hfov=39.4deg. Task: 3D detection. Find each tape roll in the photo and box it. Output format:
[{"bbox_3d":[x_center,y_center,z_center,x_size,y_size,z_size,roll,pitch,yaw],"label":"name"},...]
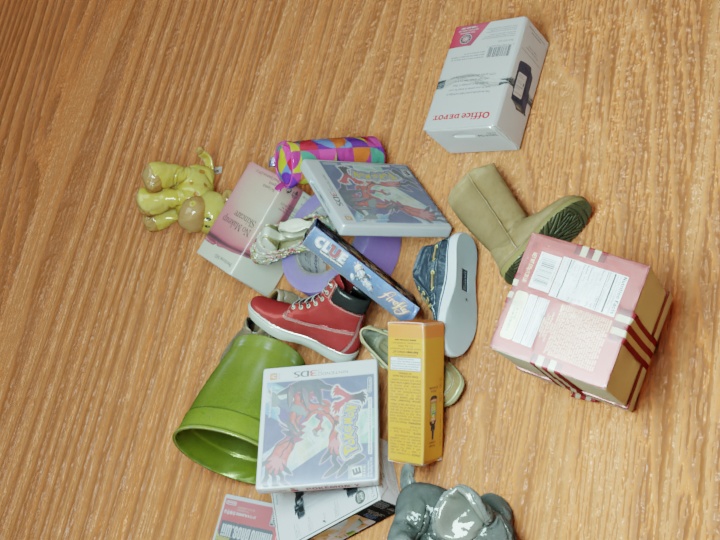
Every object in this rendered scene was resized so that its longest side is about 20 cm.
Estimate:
[{"bbox_3d":[-0.034,-0.040,1.703,0.199,0.085,0.202,-21,55,33],"label":"tape roll"}]

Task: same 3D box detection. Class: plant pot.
[{"bbox_3d":[-0.176,0.216,1.627,0.199,0.200,0.194,-9,50,38],"label":"plant pot"}]

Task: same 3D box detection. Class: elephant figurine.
[{"bbox_3d":[0.145,0.343,1.317,0.198,0.157,0.142,-13,15,25],"label":"elephant figurine"}]

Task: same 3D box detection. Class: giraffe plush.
[{"bbox_3d":[-0.324,-0.126,1.986,0.199,0.173,0.162,-28,52,-19],"label":"giraffe plush"}]

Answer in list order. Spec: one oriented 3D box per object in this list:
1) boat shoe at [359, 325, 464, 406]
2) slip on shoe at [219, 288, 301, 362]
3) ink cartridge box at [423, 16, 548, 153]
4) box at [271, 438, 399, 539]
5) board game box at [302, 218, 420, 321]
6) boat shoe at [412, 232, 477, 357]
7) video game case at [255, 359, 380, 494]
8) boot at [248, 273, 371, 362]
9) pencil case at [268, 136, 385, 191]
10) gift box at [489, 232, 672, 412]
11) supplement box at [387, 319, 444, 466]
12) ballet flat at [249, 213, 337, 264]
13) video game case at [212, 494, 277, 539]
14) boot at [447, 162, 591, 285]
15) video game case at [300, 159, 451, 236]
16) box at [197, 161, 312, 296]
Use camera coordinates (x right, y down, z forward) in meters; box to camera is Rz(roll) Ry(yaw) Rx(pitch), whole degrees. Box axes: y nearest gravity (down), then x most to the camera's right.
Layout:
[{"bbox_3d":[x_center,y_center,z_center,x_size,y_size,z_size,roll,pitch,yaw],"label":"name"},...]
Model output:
[{"bbox_3d":[0.074,0.141,1.519,0.074,0.063,0.200,-56,43,2],"label":"boat shoe"},{"bbox_3d":[-0.187,0.107,1.773,0.200,0.060,0.076,-39,47,19],"label":"slip on shoe"},{"bbox_3d":[0.204,-0.297,1.633,0.144,0.084,0.202,3,68,43],"label":"ink cartridge box"},{"bbox_3d":[-0.040,0.341,1.512,0.199,0.060,0.117,-34,49,23],"label":"box"},{"bbox_3d":[0.000,0.000,1.537,0.035,0.199,0.136,-51,7,5],"label":"board game box"},{"bbox_3d":[0.125,0.044,1.532,0.090,0.071,0.202,-19,53,43],"label":"boat shoe"},{"bbox_3d":[-0.061,0.228,1.491,0.180,0.023,0.202,-6,54,8],"label":"video game case"},{"bbox_3d":[-0.081,0.048,1.614,0.198,0.072,0.145,21,121,12],"label":"boot"},{"bbox_3d":[-0.056,-0.186,1.729,0.088,0.198,0.089,23,117,57],"label":"pencil case"},{"bbox_3d":[0.278,0.058,1.291,0.199,0.187,0.186,24,86,31],"label":"gift box"},{"bbox_3d":[0.079,0.173,1.441,0.068,0.066,0.202,-1,89,33],"label":"supplement box"},{"bbox_3d":[-0.125,-0.060,1.690,0.199,0.064,0.076,-16,58,36],"label":"ballet flat"},{"bbox_3d":[-0.193,0.468,1.608,0.142,0.017,0.202,-1,67,41],"label":"video game case"},{"bbox_3d":[0.232,-0.100,1.513,0.175,0.066,0.201,-42,44,15],"label":"boot"},{"bbox_3d":[0.024,-0.117,1.613,0.183,0.198,0.023,59,138,43],"label":"video game case"},{"bbox_3d":[-0.185,-0.077,1.840,0.127,0.109,0.201,28,86,46],"label":"box"}]
